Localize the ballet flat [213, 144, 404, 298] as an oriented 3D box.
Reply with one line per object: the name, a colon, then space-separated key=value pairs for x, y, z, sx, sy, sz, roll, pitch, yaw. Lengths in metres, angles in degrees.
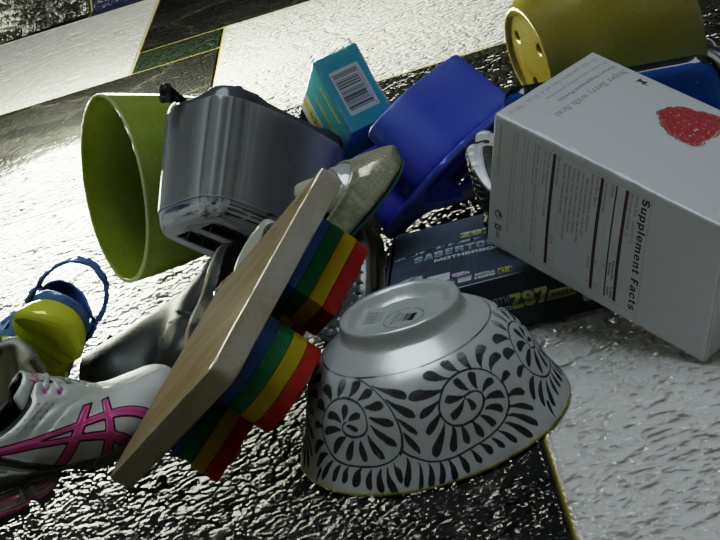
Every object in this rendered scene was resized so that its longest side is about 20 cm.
ballet flat: x=-0.044 y=-0.035 z=1.384 sx=0.200 sy=0.062 sz=0.067 roll=-51 pitch=27 yaw=-3

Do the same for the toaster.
toaster: x=-0.108 y=-0.083 z=1.557 sx=0.113 sy=0.200 sz=0.130 roll=-15 pitch=61 yaw=42

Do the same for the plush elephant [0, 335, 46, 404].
plush elephant: x=-0.347 y=0.084 z=1.351 sx=0.164 sy=0.155 sz=0.200 roll=33 pitch=19 yaw=10

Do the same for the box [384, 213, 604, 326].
box: x=0.121 y=-0.004 z=1.365 sx=0.199 sy=0.051 sz=0.158 roll=-14 pitch=19 yaw=10

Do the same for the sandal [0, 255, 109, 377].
sandal: x=-0.260 y=0.046 z=1.433 sx=0.200 sy=0.079 sz=0.087 roll=-31 pitch=28 yaw=58

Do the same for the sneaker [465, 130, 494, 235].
sneaker: x=0.132 y=-0.083 z=1.384 sx=0.080 sy=0.074 sz=0.200 roll=-11 pitch=17 yaw=11

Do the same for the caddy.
caddy: x=0.072 y=-0.109 z=1.574 sx=0.200 sy=0.105 sz=0.141 roll=-42 pitch=-7 yaw=-47

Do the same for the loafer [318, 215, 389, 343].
loafer: x=0.000 y=0.000 z=1.422 sx=0.075 sy=0.070 sz=0.200 roll=-39 pitch=29 yaw=25

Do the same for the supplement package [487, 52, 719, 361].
supplement package: x=0.206 y=-0.050 z=1.212 sx=0.200 sy=0.120 sz=0.121 roll=30 pitch=47 yaw=32

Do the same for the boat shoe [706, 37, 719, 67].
boat shoe: x=0.335 y=-0.216 z=1.708 sx=0.067 sy=0.072 sz=0.200 roll=-26 pitch=19 yaw=-9

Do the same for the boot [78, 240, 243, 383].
boot: x=-0.167 y=0.045 z=1.456 sx=0.138 sy=0.078 sz=0.200 roll=-18 pitch=18 yaw=15

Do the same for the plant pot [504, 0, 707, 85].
plant pot: x=0.225 y=-0.231 z=1.652 sx=0.142 sy=0.201 sz=0.200 roll=-22 pitch=20 yaw=-12

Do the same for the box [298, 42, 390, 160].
box: x=-0.019 y=-0.144 z=1.670 sx=0.049 sy=0.082 sz=0.200 roll=-26 pitch=-11 yaw=-14

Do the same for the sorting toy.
sorting toy: x=-0.078 y=0.058 z=1.229 sx=0.200 sy=0.069 sz=0.199 roll=-45 pitch=14 yaw=50

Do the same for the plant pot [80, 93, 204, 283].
plant pot: x=-0.156 y=-0.097 z=1.699 sx=0.199 sy=0.188 sz=0.187 roll=-11 pitch=15 yaw=-26

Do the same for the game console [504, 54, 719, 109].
game console: x=0.257 y=-0.157 z=1.566 sx=0.199 sy=0.171 sz=0.119 roll=-8 pitch=49 yaw=27

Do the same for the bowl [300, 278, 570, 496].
bowl: x=0.040 y=0.066 z=1.188 sx=0.200 sy=0.095 sz=0.201 roll=-15 pitch=19 yaw=5

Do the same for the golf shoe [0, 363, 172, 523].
golf shoe: x=-0.225 y=0.113 z=1.294 sx=0.200 sy=0.092 sz=0.072 roll=-28 pitch=21 yaw=-30
